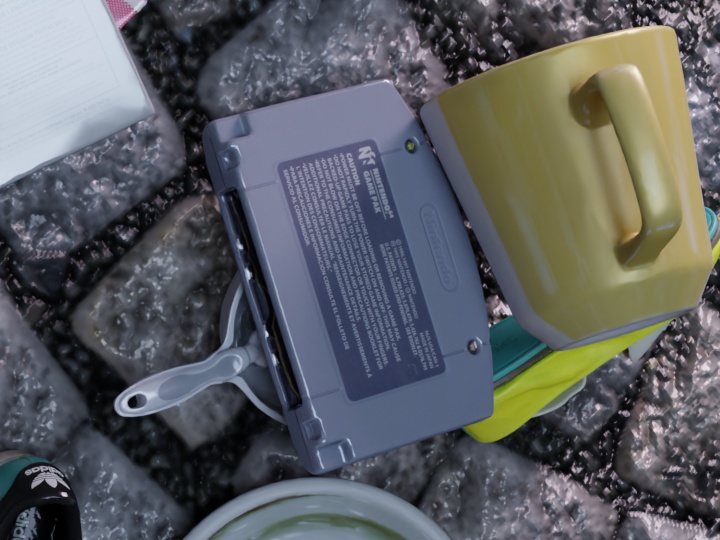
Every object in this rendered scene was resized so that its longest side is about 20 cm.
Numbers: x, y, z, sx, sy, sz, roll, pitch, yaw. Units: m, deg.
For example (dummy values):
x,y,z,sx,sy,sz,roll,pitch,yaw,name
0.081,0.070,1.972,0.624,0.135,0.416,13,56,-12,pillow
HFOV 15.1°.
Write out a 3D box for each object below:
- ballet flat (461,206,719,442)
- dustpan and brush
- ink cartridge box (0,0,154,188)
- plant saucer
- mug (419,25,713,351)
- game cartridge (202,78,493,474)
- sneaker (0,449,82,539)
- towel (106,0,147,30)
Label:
x,y,z,sx,sy,sz,roll,pitch,yaw,name
0.133,0.035,1.600,0.200,0.067,0.067,-33,129,-15,ballet flat
-0.052,0.042,1.512,0.200,0.057,0.140,-19,103,-21,dustpan and brush
-0.195,-0.151,1.414,0.104,0.059,0.200,-26,109,-8,ink cartridge box
-0.026,0.217,1.532,0.199,0.050,0.201,1,84,-8,plant saucer
0.119,-0.039,1.496,0.149,0.187,0.154,-18,84,19,mug
0.000,0.000,1.502,0.133,0.041,0.201,-15,87,-27,game cartridge
-0.187,0.200,1.458,0.071,0.080,0.201,3,95,-24,sneaker
-0.123,-0.234,1.469,0.200,0.030,0.146,-46,110,-12,towel
